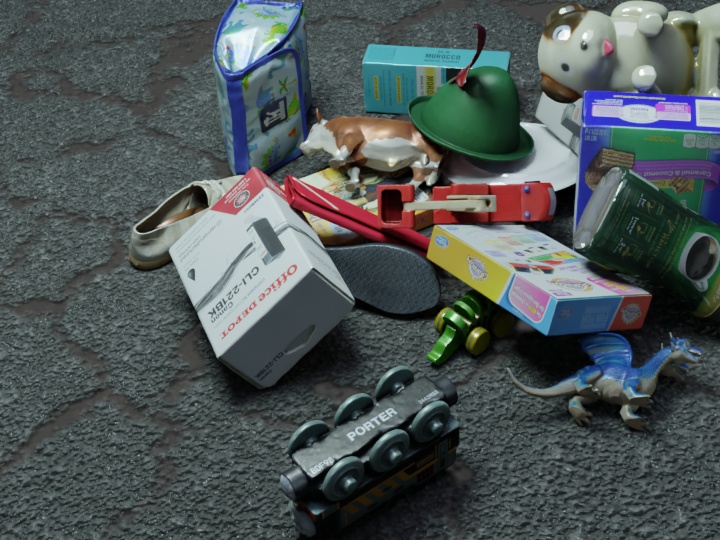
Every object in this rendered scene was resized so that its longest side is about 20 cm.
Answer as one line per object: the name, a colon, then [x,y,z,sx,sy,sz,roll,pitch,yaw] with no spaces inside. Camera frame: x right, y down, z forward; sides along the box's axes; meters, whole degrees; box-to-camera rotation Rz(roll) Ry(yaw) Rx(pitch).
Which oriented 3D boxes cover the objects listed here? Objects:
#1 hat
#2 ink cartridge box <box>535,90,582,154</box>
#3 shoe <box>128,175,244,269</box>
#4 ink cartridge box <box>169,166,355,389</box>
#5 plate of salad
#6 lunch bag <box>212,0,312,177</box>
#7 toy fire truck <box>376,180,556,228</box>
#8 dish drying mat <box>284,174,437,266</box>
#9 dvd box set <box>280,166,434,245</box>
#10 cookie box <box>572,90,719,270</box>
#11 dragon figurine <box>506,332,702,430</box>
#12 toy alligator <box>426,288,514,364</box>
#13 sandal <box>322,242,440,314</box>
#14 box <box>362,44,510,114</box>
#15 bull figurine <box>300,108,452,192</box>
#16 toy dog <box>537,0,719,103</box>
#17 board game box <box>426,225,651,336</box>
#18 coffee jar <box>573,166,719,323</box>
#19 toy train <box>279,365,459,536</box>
hat: [0.158,-0.244,1.523,0.163,0.178,0.201,4,31,-19]
ink cartridge box: [0.335,-0.176,1.569,0.144,0.086,0.200,1,36,-33]
shoe: [-0.202,-0.071,1.546,0.070,0.054,0.199,30,51,34]
ink cartridge box: [-0.111,0.006,1.378,0.144,0.084,0.201,-43,44,9]
plate of salad: [0.196,-0.135,1.593,0.197,0.049,0.201,-3,32,2]
lunch bag: [-0.133,-0.236,1.645,0.126,0.172,0.201,6,40,12]
toy fire truck: [0.125,-0.077,1.444,0.197,0.050,0.141,-1,3,11]
dish drying mat: [0.005,-0.057,1.451,0.198,0.018,0.077,22,17,-19]
dvd box set: [-0.014,-0.078,1.558,0.198,0.030,0.146,-21,43,-20]
cookie box: [0.328,-0.095,1.417,0.169,0.202,0.076,4,41,10]
dragon figurine: [0.251,0.106,1.297,0.197,0.059,0.100,4,41,8]
toy alligator: [0.145,0.035,1.392,0.199,0.055,0.059,-34,49,-30]
sandal: [0.000,-0.001,1.439,0.197,0.077,0.043,10,14,16]
box: [0.104,-0.257,1.717,0.197,0.083,0.049,5,42,11]
bull figurine: [0.017,-0.150,1.567,0.197,0.066,0.122,1,41,7]
toy dog: [0.302,-0.252,1.456,0.197,0.142,0.194,2,14,-23]
board game box: [0.190,0.006,1.358,0.152,0.041,0.199,-1,24,-38]
coffee jar: [0.336,-0.023,1.354,0.198,0.105,0.085,27,0,-8]
toy train: [0.012,0.176,1.192,0.199,0.115,0.085,-29,47,-25]
